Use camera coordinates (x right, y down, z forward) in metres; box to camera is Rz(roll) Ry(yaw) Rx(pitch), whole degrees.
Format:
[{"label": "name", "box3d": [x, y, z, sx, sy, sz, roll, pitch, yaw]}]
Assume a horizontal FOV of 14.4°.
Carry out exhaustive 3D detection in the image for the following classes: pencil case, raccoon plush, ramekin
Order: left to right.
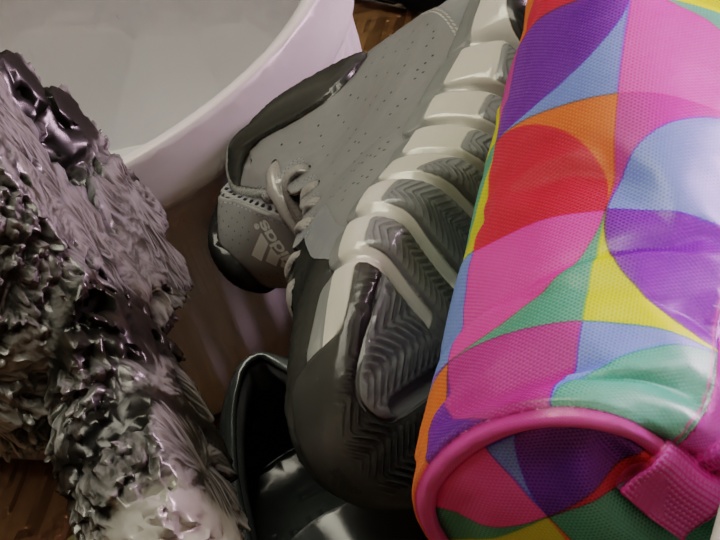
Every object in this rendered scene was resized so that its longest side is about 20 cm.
[{"label": "raccoon plush", "box3d": [-0.118, 0.031, 0.708, 0.134, 0.097, 0.200, -37, 35, 14]}, {"label": "ramekin", "box3d": [-0.085, -0.031, 0.889, 0.200, 0.105, 0.200, -16, 34, 11]}, {"label": "pencil case", "box3d": [0.068, -0.014, 0.672, 0.088, 0.088, 0.200, -5, 48, 24]}]

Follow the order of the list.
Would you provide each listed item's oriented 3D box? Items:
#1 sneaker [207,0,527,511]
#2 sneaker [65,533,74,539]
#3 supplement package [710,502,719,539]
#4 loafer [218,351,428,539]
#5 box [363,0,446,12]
[{"label": "sneaker", "box3d": [0.000, 0.000, 0.747, 0.115, 0.075, 0.200, -21, 27, 36]}, {"label": "sneaker", "box3d": [-0.026, 0.123, 0.646, 0.089, 0.077, 0.200, -34, 38, 16]}, {"label": "supplement package", "box3d": [0.156, 0.053, 0.611, 0.120, 0.121, 0.200, -6, 36, 25]}, {"label": "loafer", "box3d": [0.005, 0.089, 0.695, 0.068, 0.070, 0.201, -26, 33, -5]}, {"label": "box", "box3d": [0.011, -0.174, 0.949, 0.159, 0.200, 0.046, 16, 52, 45]}]
